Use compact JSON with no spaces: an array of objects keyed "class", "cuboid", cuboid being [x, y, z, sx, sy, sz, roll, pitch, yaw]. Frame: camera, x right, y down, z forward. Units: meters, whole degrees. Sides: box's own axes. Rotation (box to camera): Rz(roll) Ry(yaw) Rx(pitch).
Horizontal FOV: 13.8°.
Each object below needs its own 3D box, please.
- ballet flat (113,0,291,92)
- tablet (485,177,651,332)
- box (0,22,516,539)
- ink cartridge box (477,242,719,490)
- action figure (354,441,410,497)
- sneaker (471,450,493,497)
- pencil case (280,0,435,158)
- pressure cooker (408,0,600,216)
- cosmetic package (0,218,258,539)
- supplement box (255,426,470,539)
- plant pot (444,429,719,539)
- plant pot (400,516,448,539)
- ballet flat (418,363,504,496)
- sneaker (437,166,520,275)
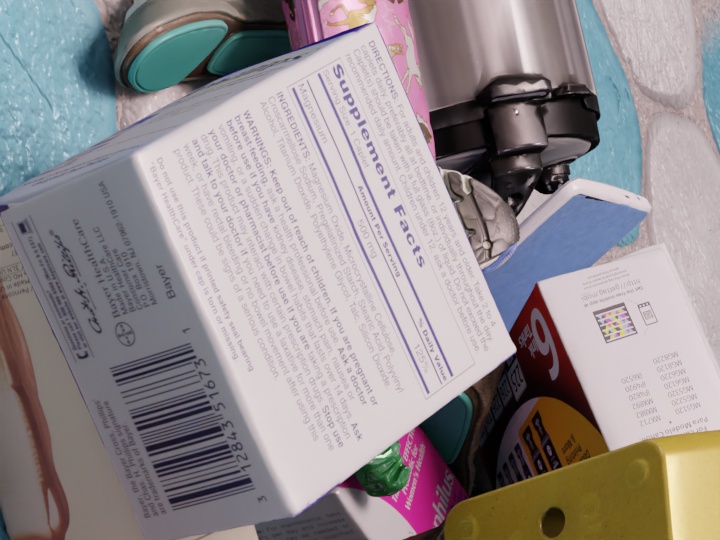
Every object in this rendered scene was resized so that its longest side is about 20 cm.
[{"class":"ballet flat","cuboid":[-0.098,-0.141,1.697,0.064,0.067,0.200,51,22,14]},{"class":"tablet","cuboid":[0.074,0.020,1.708,0.014,0.200,0.130,54,17,19]},{"class":"box","cuboid":[-0.047,0.004,1.434,0.200,0.105,0.185,-32,102,-47]},{"class":"ink cartridge box","cuboid":[0.144,0.110,1.666,0.200,0.083,0.176,112,-42,-64]},{"class":"action figure","cuboid":[-0.031,0.033,1.557,0.118,0.055,0.201,-39,102,-49]},{"class":"sneaker","cuboid":[0.096,0.112,1.872,0.098,0.071,0.200,64,9,7]},{"class":"pencil case","cuboid":[-0.007,-0.121,1.695,0.083,0.086,0.202,154,-74,-72]},{"class":"pressure cooker","cuboid":[0.060,-0.120,1.845,0.176,0.178,0.201,3,73,-65]},{"class":"cosmetic package","cuboid":[-0.133,0.063,1.478,0.103,0.087,0.201,-14,88,-64]},{"class":"supplement box","cuboid":[0.003,0.162,1.673,0.200,0.103,0.102,54,36,-33]},{"class":"plant pot","cuboid":[0.148,0.179,1.427,0.176,0.199,0.201,21,57,-43]},{"class":"plant pot","cuboid":[-0.004,0.236,1.513,0.200,0.197,0.202,36,46,-50]},{"class":"ballet flat","cuboid":[0.046,0.093,1.718,0.068,0.200,0.067,26,55,0]},{"class":"sneaker","cuboid":[0.000,0.000,1.643,0.089,0.199,0.079,30,49,-57]}]
